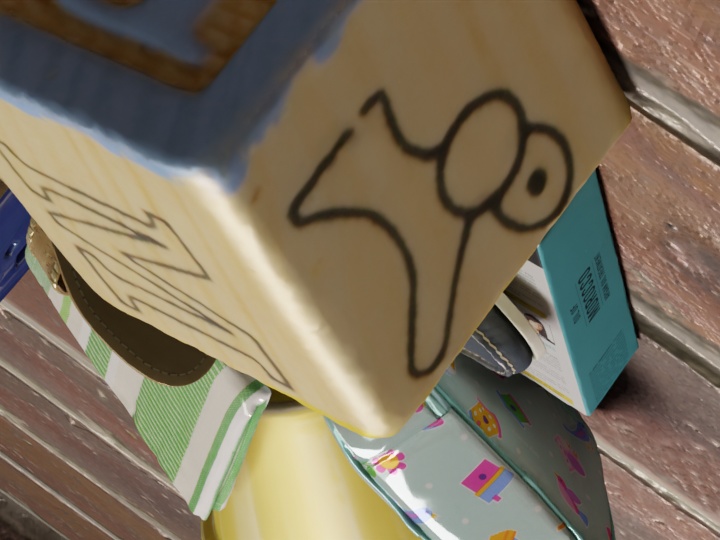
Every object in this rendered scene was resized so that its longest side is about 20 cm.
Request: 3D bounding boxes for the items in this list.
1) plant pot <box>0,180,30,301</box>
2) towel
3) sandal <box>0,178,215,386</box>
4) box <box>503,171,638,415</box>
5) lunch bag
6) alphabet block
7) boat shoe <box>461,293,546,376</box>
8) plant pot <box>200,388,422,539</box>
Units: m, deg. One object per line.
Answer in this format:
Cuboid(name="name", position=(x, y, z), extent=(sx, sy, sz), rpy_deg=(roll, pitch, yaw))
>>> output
Cuboid(name="plant pot", position=(-0.299, -0.059, 1.825), extent=(0.200, 0.200, 0.180), rpy_deg=(38, 159, -2))
Cuboid(name="towel", position=(-0.124, 0.030, 1.617), extent=(0.200, 0.023, 0.153), rpy_deg=(54, 152, 18))
Cuboid(name="sandal", position=(-0.149, -0.029, 1.538), extent=(0.212, 0.078, 0.070), rpy_deg=(51, 168, -4))
Cuboid(name="box", position=(0.082, -0.005, 1.401), extent=(0.082, 0.049, 0.200), rpy_deg=(31, 163, 23))
Cuboid(name="lunch bag", position=(0.055, 0.078, 1.548), extent=(0.200, 0.077, 0.161), rpy_deg=(47, -158, -25))
Cuboid(name="alphabet block", position=(-0.037, -0.083, 1.174), extent=(0.196, 0.195, 0.200), rpy_deg=(28, 161, 37))
Cuboid(name="boat shoe", position=(0.000, 0.000, 1.390), extent=(0.200, 0.062, 0.075), rpy_deg=(35, 162, 20))
Cuboid(name="plant pot", position=(-0.010, 0.108, 1.700), extent=(0.200, 0.201, 0.189), rpy_deg=(24, 144, 40))
